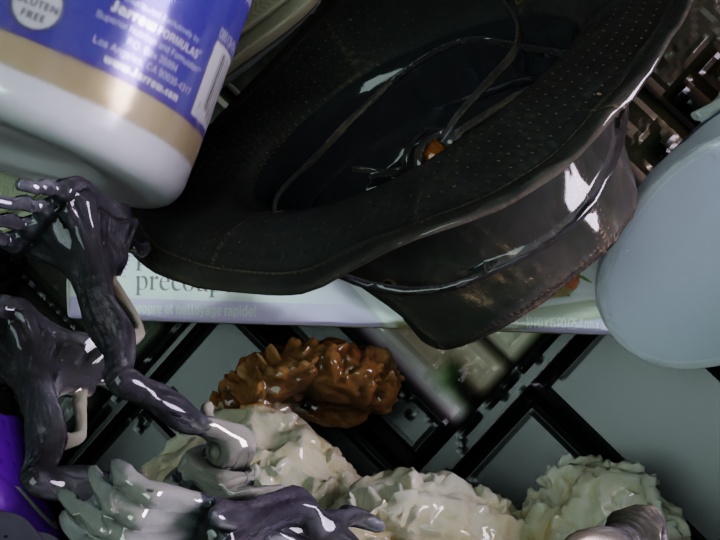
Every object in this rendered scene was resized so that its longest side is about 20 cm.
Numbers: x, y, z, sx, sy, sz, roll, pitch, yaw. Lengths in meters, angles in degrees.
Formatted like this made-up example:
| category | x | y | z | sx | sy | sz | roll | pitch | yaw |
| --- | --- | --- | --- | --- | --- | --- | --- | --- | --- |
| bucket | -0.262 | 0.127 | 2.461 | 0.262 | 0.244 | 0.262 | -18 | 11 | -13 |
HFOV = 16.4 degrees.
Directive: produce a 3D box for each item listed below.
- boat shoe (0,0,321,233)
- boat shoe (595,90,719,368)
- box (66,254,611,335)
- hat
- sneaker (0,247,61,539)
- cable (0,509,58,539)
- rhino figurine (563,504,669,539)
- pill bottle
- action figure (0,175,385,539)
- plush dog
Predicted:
| category | x | y | z | sx | sy | sz | roll | pitch | yaw |
| --- | --- | --- | --- | --- | --- | --- | --- | --- | --- |
| boat shoe | -0.097 | -0.059 | 0.836 | 0.199 | 0.068 | 0.075 | -28 | 85 | -6 |
| boat shoe | 0.154 | -0.054 | 0.793 | 0.075 | 0.086 | 0.202 | 41 | 105 | -7 |
| box | 0.000 | 0.000 | 0.848 | 0.198 | 0.041 | 0.039 | 1 | 89 | 13 |
| hat | 0.029 | -0.027 | 0.770 | 0.200 | 0.201 | 0.081 | -27 | 116 | 12 |
| sneaker | -0.146 | 0.009 | 0.870 | 0.099 | 0.070 | 0.201 | -34 | 87 | -4 |
| cable | -0.081 | 0.170 | 0.775 | 0.051 | 0.164 | 0.200 | -28 | 56 | -19 |
| rhino figurine | 0.088 | 0.135 | 0.747 | 0.060 | 0.200 | 0.088 | 29 | 69 | 37 |
| pill bottle | -0.077 | -0.131 | 0.751 | 0.119 | 0.120 | 0.201 | 17 | 81 | 13 |
| action figure | -0.055 | 0.078 | 0.678 | 0.200 | 0.102 | 0.119 | 55 | 132 | 24 |
| plush dog | -0.017 | 0.118 | 0.808 | 0.171 | 0.160 | 0.201 | 33 | 97 | 36 |
